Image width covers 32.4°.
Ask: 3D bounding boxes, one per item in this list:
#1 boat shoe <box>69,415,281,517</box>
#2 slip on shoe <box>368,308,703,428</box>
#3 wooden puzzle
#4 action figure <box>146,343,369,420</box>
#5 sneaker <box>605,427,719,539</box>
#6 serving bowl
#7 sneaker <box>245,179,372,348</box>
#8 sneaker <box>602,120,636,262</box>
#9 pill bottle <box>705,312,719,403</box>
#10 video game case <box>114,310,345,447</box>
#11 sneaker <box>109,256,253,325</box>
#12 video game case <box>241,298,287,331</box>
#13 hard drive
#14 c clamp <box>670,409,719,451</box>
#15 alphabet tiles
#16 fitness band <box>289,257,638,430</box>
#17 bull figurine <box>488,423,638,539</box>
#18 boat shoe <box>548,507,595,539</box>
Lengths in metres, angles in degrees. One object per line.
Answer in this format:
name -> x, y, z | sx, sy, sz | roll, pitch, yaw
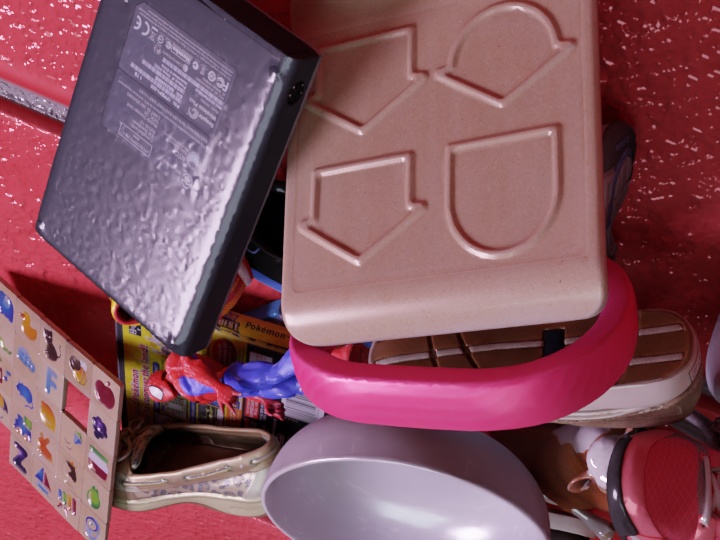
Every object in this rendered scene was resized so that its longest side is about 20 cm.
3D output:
boat shoe -> -0.145, 0.145, 0.974 | 0.197, 0.074, 0.063 | 0, 129, 19
slip on shoe -> 0.103, 0.062, 0.737 | 0.197, 0.077, 0.061 | -5, 141, 19
wooden puzzle -> 0.044, -0.066, 0.660 | 0.183, 0.204, 0.046 | -8, 167, 29
action figure -> -0.076, 0.079, 0.868 | 0.197, 0.053, 0.065 | -2, 165, 36
sneaker -> 0.225, 0.133, 0.715 | 0.198, 0.075, 0.086 | 23, 155, -33
serving bowl -> 0.035, 0.147, 0.842 | 0.197, 0.067, 0.201 | 11, 147, 7
sneaker -> 0.000, 0.000, 0.793 | 0.197, 0.071, 0.078 | 22, 159, 11
sneaker -> 0.114, -0.018, 0.764 | 0.086, 0.075, 0.202 | 19, 135, 19
pill bottle -> 0.315, 0.073, 0.738 | 0.198, 0.110, 0.109 | 28, 140, -10
video game case -> -0.104, 0.100, 0.978 | 0.178, 0.026, 0.201 | 16, 141, 4
sneaker -> -0.157, -0.005, 0.840 | 0.198, 0.077, 0.073 | 14, 142, 48
video game case -> -0.050, 0.109, 0.999 | 0.142, 0.018, 0.200 | -20, 126, 37
hard drive -> -0.114, -0.070, 0.717 | 0.139, 0.033, 0.202 | 37, 120, 21
c clamp -> 0.209, 0.113, 0.821 | 0.169, 0.027, 0.200 | 29, 167, 7
alphabet tiles -> -0.257, 0.107, 0.990 | 0.199, 0.007, 0.169 | 34, 127, 31
fitness band -> 0.055, 0.032, 0.684 | 0.197, 0.144, 0.038 | -1, 119, 28
bull figurine -> 0.162, 0.136, 0.835 | 0.121, 0.066, 0.199 | 39, 168, -19
boat shoe -> 0.089, 0.210, 0.993 | 0.198, 0.062, 0.072 | 12, 175, 2
